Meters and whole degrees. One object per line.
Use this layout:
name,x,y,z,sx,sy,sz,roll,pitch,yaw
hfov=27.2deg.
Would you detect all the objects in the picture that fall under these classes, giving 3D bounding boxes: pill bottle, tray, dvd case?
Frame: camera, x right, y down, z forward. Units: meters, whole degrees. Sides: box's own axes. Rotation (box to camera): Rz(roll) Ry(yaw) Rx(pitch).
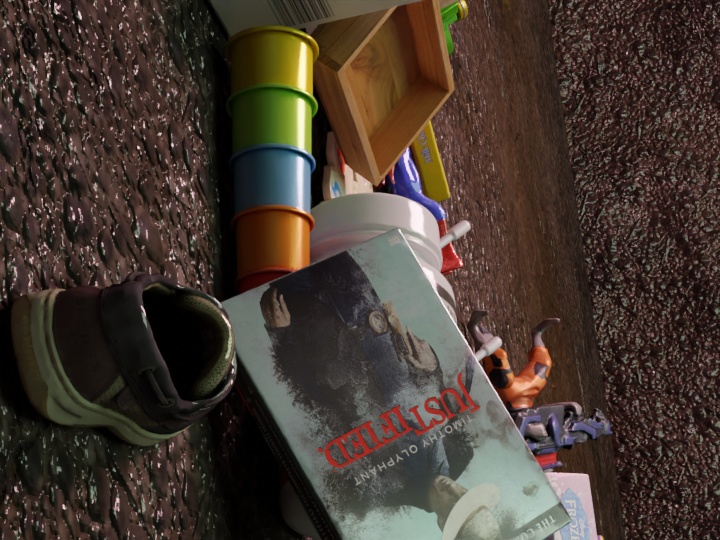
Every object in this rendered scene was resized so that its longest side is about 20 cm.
pill bottle,0.005,0.060,0.929,0.114,0.113,0.201,59,24,-55
tray,0.016,-0.141,1.046,0.099,0.037,0.200,-51,162,-9
dvd case,0.016,0.085,0.830,0.146,0.022,0.200,-23,79,-36

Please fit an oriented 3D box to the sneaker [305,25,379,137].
sneaker,-0.001,-0.192,1.135,0.078,0.079,0.201,-71,146,-69

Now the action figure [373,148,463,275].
action figure,0.030,-0.089,1.250,0.065,0.052,0.201,129,-57,-81

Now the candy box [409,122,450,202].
candy box,0.031,-0.164,1.305,0.102,0.026,0.201,-120,-168,-64

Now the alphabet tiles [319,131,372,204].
alphabet tiles,0.000,0.000,1.156,0.200,0.015,0.196,-85,160,-45

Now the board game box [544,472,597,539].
board game box,0.101,0.264,1.055,0.043,0.199,0.201,7,66,-30

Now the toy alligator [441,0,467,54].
toy alligator,0.073,-0.308,1.558,0.054,0.059,0.200,41,-25,32

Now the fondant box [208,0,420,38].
fondant box,-0.024,-0.254,0.969,0.058,0.144,0.201,59,25,-54

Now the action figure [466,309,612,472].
action figure,0.184,0.149,1.621,0.200,0.104,0.194,13,71,-48

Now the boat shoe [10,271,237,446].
boat shoe,-0.087,0.038,0.671,0.200,0.065,0.072,30,50,-73

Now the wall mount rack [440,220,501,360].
wall mount rack,0.060,0.060,1.168,0.174,0.074,0.201,-77,155,-58

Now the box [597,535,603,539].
box,0.254,0.430,1.699,0.200,0.096,0.176,63,22,-48

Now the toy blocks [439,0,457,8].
toy blocks,0.067,-0.302,1.335,0.100,0.136,0.200,64,0,27

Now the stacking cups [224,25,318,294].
stacking cups,-0.051,-0.045,0.899,0.061,0.060,0.201,47,38,-66
